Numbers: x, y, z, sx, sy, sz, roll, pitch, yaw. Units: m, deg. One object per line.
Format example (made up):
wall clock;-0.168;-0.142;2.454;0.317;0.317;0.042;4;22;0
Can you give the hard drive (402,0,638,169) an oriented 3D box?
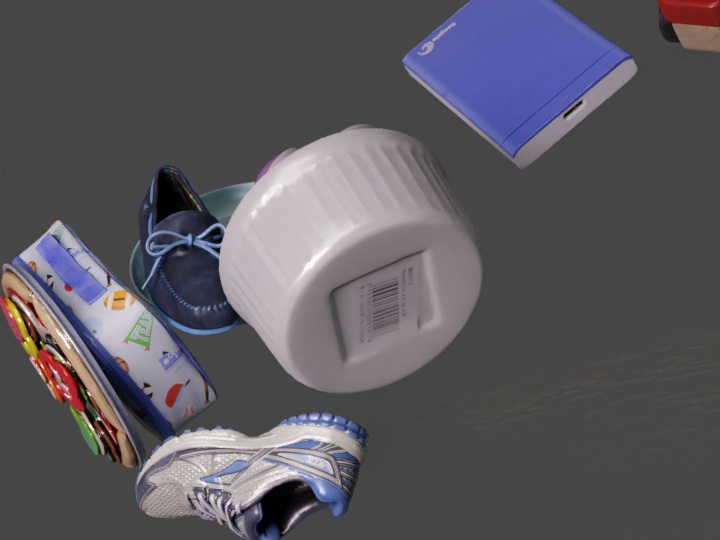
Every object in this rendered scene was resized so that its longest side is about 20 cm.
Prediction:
hard drive;0.135;-0.179;1.646;0.132;0.025;0.200;-40;40;-3

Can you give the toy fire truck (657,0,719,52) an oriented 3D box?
toy fire truck;0.277;-0.300;1.522;0.128;0.200;0.176;14;61;42

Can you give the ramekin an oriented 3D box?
ramekin;0.000;0.000;1.449;0.200;0.201;0.098;-35;47;2

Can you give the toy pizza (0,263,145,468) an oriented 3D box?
toy pizza;-0.242;0.083;1.535;0.032;0.201;0.200;-34;39;-15

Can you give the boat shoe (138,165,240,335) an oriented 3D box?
boat shoe;-0.151;-0.020;1.548;0.084;0.069;0.200;-9;34;-22

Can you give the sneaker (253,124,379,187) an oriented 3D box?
sneaker;-0.010;-0.063;1.571;0.099;0.075;0.200;33;28;17

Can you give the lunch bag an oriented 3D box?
lunch bag;-0.211;0.046;1.579;0.076;0.160;0.200;-43;41;-8

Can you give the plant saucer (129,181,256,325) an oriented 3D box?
plant saucer;-0.098;-0.011;1.614;0.199;0.028;0.201;-7;36;5

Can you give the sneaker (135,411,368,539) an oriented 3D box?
sneaker;-0.090;0.169;1.445;0.199;0.077;0.086;-16;49;24
